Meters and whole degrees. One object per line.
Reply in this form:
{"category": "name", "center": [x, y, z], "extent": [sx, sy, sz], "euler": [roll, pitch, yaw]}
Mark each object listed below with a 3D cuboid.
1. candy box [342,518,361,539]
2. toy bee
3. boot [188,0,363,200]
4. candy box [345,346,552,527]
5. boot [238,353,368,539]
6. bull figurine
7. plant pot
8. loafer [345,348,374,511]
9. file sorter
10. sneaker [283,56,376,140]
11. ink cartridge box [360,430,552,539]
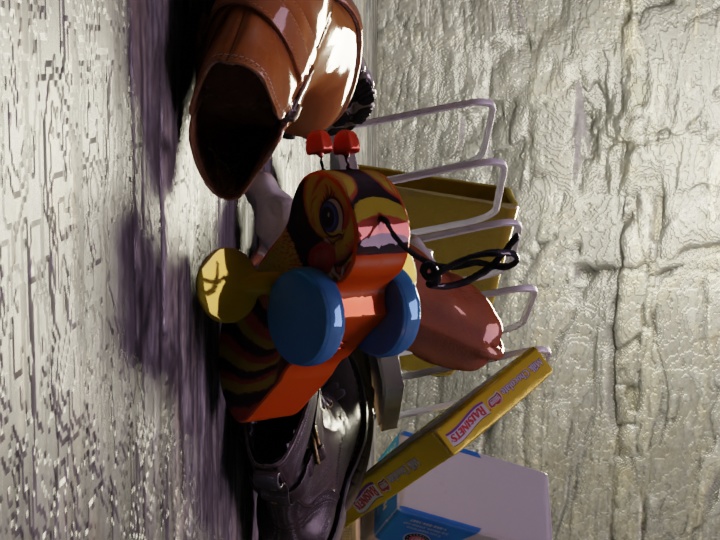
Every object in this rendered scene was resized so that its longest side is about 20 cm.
{"category": "candy box", "center": [-0.026, 0.128, 1.248], "extent": [0.116, 0.055, 0.201], "euler": [-87, 176, -50]}
{"category": "toy bee", "center": [-0.008, -0.008, 0.775], "extent": [0.131, 0.199, 0.109], "euler": [13, 54, -58]}
{"category": "boot", "center": [-0.047, -0.093, 0.766], "extent": [0.201, 0.073, 0.155], "euler": [81, 14, -53]}
{"category": "candy box", "center": [0.051, 0.119, 1.087], "extent": [0.102, 0.026, 0.200], "euler": [-39, 176, -30]}
{"category": "boot", "center": [-0.035, 0.077, 0.950], "extent": [0.175, 0.069, 0.201], "euler": [85, 6, -51]}
{"category": "bull figurine", "center": [0.000, 0.000, 0.971], "extent": [0.065, 0.199, 0.121], "euler": [-54, -159, 10]}
{"category": "plant pot", "center": [0.055, 0.002, 1.699], "extent": [0.194, 0.194, 0.201], "euler": [-72, 171, -81]}
{"category": "loafer", "center": [-0.023, 0.081, 1.106], "extent": [0.068, 0.075, 0.201], "euler": [69, 21, -66]}
{"category": "file sorter", "center": [0.055, -0.005, 1.141], "extent": [0.139, 0.124, 0.201], "euler": [91, -12, -73]}
{"category": "sneaker", "center": [-0.032, -0.154, 0.940], "extent": [0.200, 0.076, 0.085], "euler": [87, 0, -58]}
{"category": "ink cartridge box", "center": [0.055, 0.241, 1.356], "extent": [0.200, 0.145, 0.085], "euler": [125, -24, -43]}
